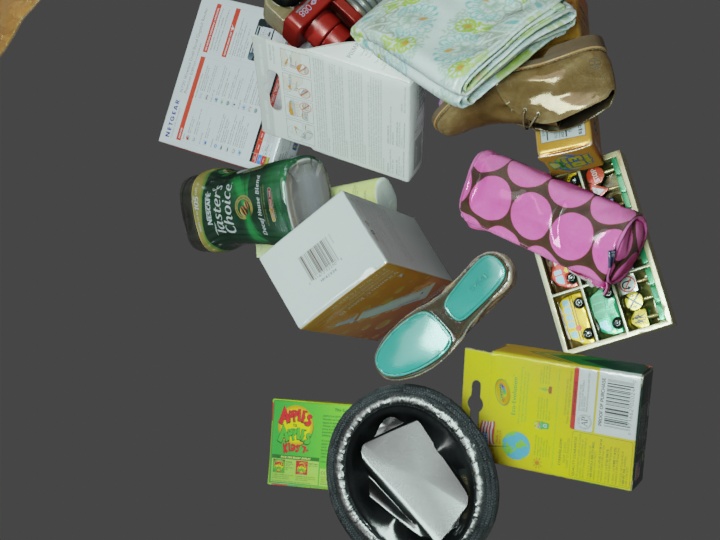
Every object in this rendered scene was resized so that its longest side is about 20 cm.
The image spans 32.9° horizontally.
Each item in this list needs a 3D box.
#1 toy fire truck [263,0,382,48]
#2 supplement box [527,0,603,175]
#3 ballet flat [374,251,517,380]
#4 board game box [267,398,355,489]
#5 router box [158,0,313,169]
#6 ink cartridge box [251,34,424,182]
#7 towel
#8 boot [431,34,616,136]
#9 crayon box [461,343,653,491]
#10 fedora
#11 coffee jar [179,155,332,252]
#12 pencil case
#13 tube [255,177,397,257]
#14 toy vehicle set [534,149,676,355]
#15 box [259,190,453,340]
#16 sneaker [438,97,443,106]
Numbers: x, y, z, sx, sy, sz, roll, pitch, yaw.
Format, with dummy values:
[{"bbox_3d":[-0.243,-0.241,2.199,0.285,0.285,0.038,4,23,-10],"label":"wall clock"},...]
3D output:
[{"bbox_3d":[0.007,-0.313,1.432,0.200,0.129,0.176,44,77,3],"label":"toy fire truck"},{"bbox_3d":[0.223,-0.211,1.346,0.068,0.066,0.202,-8,73,22],"label":"supplement box"},{"bbox_3d":[0.103,0.056,1.383,0.200,0.067,0.068,-40,75,17],"label":"ballet flat"},{"bbox_3d":[-0.009,0.207,1.428,0.199,0.048,0.102,1,84,25],"label":"board game box"},{"bbox_3d":[-0.146,-0.233,1.547,0.179,0.049,0.201,19,92,26],"label":"router box"},{"bbox_3d":[-0.023,-0.199,1.413,0.199,0.161,0.050,21,55,17],"label":"ink cartridge box"},{"bbox_3d":[0.107,-0.266,1.293,0.171,0.048,0.200,-38,47,-13],"label":"towel"},{"bbox_3d":[0.171,-0.175,1.285,0.199,0.074,0.076,-21,73,15],"label":"boot"},{"bbox_3d":[0.208,0.152,1.317,0.199,0.051,0.128,9,101,26],"label":"crayon box"},{"bbox_3d":[0.061,0.223,1.318,0.199,0.092,0.202,-2,83,14],"label":"fedora"},{"bbox_3d":[-0.130,-0.077,1.464,0.199,0.085,0.105,-4,100,42],"label":"coffee jar"},{"bbox_3d":[0.201,-0.054,1.311,0.199,0.091,0.094,28,103,28],"label":"pencil case"},{"bbox_3d":[-0.052,-0.068,1.484,0.199,0.052,0.058,-10,41,32],"label":"tube"},{"bbox_3d":[0.258,-0.018,1.341,0.124,0.026,0.201,-20,75,22],"label":"toy vehicle set"},{"bbox_3d":[0.000,0.000,1.365,0.124,0.200,0.098,-38,70,17],"label":"box"},{"bbox_3d":[0.125,-0.264,1.413,0.088,0.080,0.202,-10,73,48],"label":"sneaker"}]
